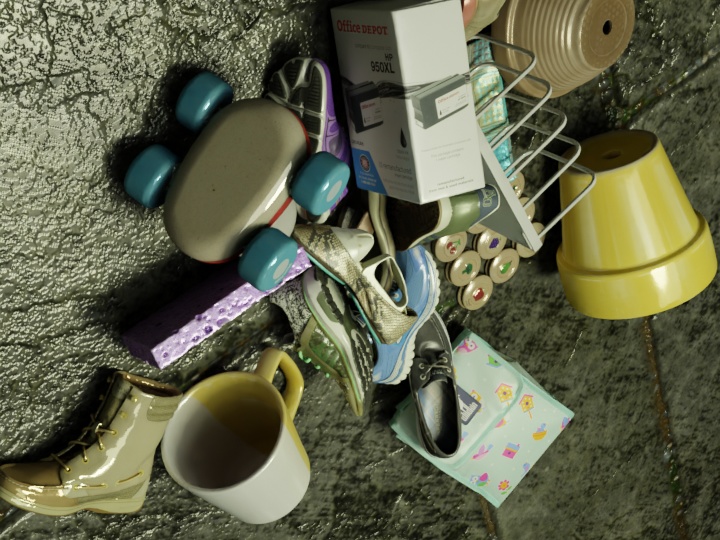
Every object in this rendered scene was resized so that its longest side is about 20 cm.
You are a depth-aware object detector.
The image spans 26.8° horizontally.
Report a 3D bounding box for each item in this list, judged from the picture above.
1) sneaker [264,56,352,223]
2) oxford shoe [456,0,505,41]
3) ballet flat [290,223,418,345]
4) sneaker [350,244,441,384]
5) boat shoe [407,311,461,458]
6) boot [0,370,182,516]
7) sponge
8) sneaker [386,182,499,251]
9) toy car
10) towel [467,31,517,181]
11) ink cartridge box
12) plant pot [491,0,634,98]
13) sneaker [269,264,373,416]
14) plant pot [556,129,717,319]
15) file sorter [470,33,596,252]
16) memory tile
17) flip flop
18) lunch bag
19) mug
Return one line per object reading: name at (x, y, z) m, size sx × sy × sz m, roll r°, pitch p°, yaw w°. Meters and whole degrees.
sneaker at (-0.049, -0.149, 1.626) m, size 0.083 × 0.081 × 0.200 m, roll -42°, pitch 145°, yaw -37°
oxford shoe at (0.111, -0.267, 1.599) m, size 0.075 × 0.200 × 0.071 m, roll -13°, pitch 86°, yaw -15°
ballet flat at (0.000, 0.000, 1.681) m, size 0.075 × 0.068 × 0.200 m, roll -37°, pitch 122°, yaw 4°
sneaker at (0.031, 0.051, 1.799) m, size 0.089 × 0.079 × 0.200 m, roll -5°, pitch 119°, yaw -41°
boat shoe at (0.088, 0.136, 1.853) m, size 0.070 × 0.066 × 0.201 m, roll -7°, pitch 94°, yaw -12°
boot at (-0.289, 0.182, 1.610) m, size 0.200 × 0.073 × 0.156 m, roll 11°, pitch 109°, yaw -45°
sponge at (-0.154, 0.032, 1.606) m, size 0.200 × 0.112 × 0.030 m, roll -34°, pitch 107°, yaw -19°
sneaker at (0.090, -0.064, 1.692) m, size 0.090 × 0.200 × 0.067 m, roll -11°, pitch 89°, yaw -19°
toy car at (-0.109, -0.081, 1.567) m, size 0.177 × 0.184 × 0.200 m, roll -55°, pitch 165°, yaw 1°
towel at (0.113, -0.163, 1.762) m, size 0.146 × 0.022 × 0.200 m, roll -28°, pitch 126°, yaw -23°
ink cartridge box at (0.048, -0.182, 1.569) m, size 0.084 × 0.145 × 0.201 m, roll -16°, pitch 107°, yaw -25°
plant pot at (0.252, -0.290, 1.748) m, size 0.201 × 0.093 × 0.201 m, roll -22°, pitch 124°, yaw -37°
sneaker at (-0.045, 0.083, 1.745) m, size 0.077 × 0.088 × 0.200 m, roll -65°, pitch 137°, yaw -59°
plant pot at (0.337, -0.068, 1.915) m, size 0.201 × 0.201 × 0.189 m, roll -29°, pitch 116°, yaw -24°
file sorter at (0.157, -0.150, 1.699) m, size 0.125 × 0.139 × 0.200 m, roll -44°, pitch 129°, yaw -13°
memory tile at (0.156, -0.052, 1.885) m, size 0.153 × 0.017 × 0.200 m, roll -43°, pitch 135°, yaw -12°
flip flop at (0.001, -0.056, 1.714) m, size 0.057 × 0.081 × 0.200 m, roll -14°, pitch 125°, yaw -12°
lunch bag at (0.150, 0.185, 1.956) m, size 0.200 × 0.122 × 0.170 m, roll 38°, pitch 94°, yaw -35°
mug at (-0.115, 0.204, 1.728) m, size 0.186 × 0.149 × 0.153 m, roll -39°, pitch 143°, yaw -6°
